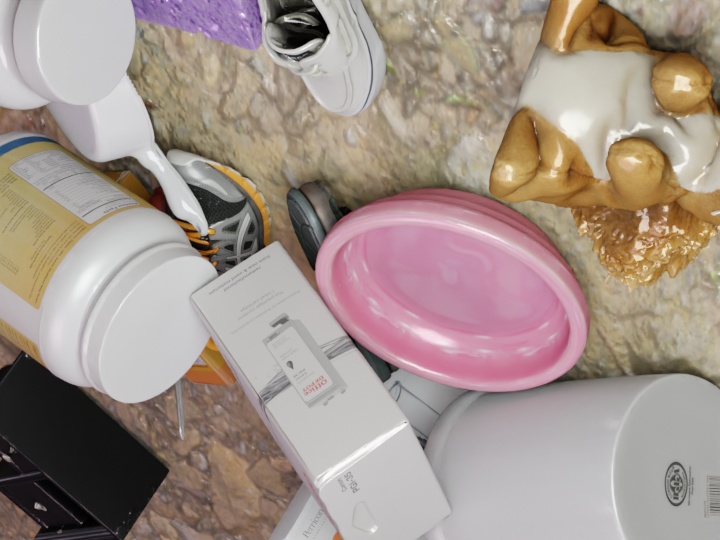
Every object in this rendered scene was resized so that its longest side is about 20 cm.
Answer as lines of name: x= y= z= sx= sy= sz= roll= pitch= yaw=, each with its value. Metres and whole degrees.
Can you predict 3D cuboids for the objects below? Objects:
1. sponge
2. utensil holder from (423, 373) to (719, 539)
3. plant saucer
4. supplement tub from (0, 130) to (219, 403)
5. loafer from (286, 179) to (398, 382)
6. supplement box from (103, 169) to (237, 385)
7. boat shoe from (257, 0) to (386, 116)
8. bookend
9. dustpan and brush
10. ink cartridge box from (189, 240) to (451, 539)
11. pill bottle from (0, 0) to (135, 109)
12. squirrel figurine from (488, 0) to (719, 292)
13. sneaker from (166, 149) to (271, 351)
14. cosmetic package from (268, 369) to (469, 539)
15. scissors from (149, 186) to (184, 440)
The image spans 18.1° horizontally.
sponge: x=-0.156 y=-0.217 z=1.529 sx=0.199 sy=0.030 sz=0.112 roll=18 pitch=148 yaw=28
utensil holder: x=0.167 y=0.161 z=1.654 sx=0.170 sy=0.170 sz=0.200 roll=46 pitch=148 yaw=-24
plant saucer: x=0.069 y=0.009 z=1.606 sx=0.200 sy=0.051 sz=0.201 roll=15 pitch=145 yaw=11
supplement tub: x=-0.216 y=-0.002 z=1.692 sx=0.200 sy=0.145 sz=0.145 roll=33 pitch=156 yaw=30
loafer: x=0.000 y=0.000 z=1.703 sx=0.072 sy=0.063 sz=0.200 roll=50 pitch=167 yaw=46
supplement box: x=-0.165 y=0.007 z=1.863 sx=0.069 sy=0.067 sz=0.200 roll=3 pitch=139 yaw=50
boat shoe: x=-0.032 y=-0.159 z=1.453 sx=0.072 sy=0.066 sz=0.200 roll=22 pitch=150 yaw=19
bookend: x=-0.331 y=0.184 z=2.294 sx=0.200 sy=0.092 sz=0.198 roll=45 pitch=151 yaw=-20
dustpan and brush: x=-0.179 y=-0.106 z=1.673 sx=0.201 sy=0.057 sz=0.140 roll=64 pitch=159 yaw=-1
ink cartridge box: x=-0.028 y=0.100 z=1.645 sx=0.200 sy=0.083 sz=0.147 roll=53 pitch=173 yaw=36
pill bottle: x=-0.256 y=-0.172 z=1.551 sx=0.199 sy=0.116 sz=0.116 roll=12 pitch=146 yaw=38
squirrel figurine: x=0.181 y=-0.068 z=1.341 sx=0.186 sy=0.142 sz=0.200 roll=19 pitch=165 yaw=5
sneaker: x=-0.114 y=-0.015 z=1.762 sx=0.078 sy=0.077 sz=0.200 roll=17 pitch=147 yaw=32
cosmetic package: x=0.037 y=0.179 z=1.782 sx=0.151 sy=0.200 sz=0.052 roll=37 pitch=151 yaw=-9
scissors: x=-0.147 y=0.032 z=1.781 sx=0.014 sy=0.201 sz=0.073 roll=-8 pitch=178 yaw=-1
